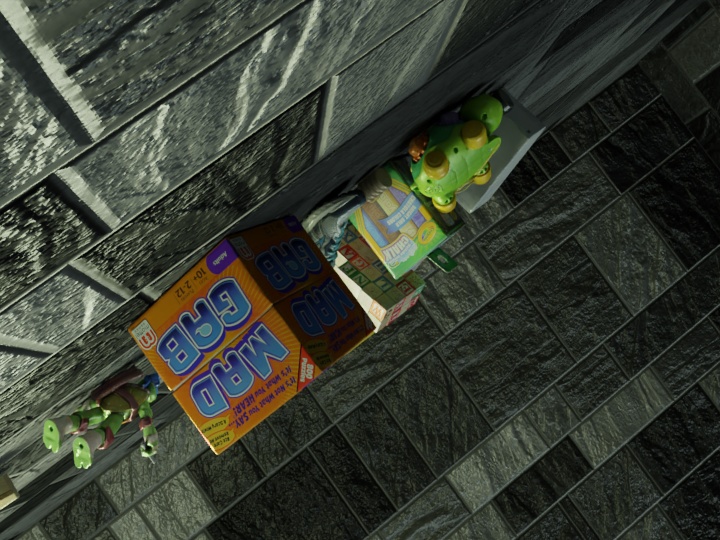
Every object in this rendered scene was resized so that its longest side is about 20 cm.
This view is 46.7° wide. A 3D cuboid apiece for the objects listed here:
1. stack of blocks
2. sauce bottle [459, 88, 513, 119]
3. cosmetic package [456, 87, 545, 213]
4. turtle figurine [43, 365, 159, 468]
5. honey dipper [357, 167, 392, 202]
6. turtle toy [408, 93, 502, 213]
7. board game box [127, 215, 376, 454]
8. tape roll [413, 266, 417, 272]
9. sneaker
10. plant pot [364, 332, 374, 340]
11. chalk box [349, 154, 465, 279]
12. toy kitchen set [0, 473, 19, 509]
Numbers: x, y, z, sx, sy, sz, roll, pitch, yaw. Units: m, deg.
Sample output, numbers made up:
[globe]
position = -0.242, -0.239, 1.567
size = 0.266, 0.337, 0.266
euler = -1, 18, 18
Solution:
[stack of blocks]
position = 0.000, 0.000, 1.448
size = 0.115, 0.200, 0.059
euler = -32, 156, -40
[sauce bottle]
position = 0.176, -0.229, 1.425
size = 0.199, 0.066, 0.066
euler = -38, 177, 33
[cosmetic package]
position = 0.229, -0.216, 1.515
size = 0.081, 0.113, 0.200
euler = -33, 166, -48
[turtle figurine]
position = -0.405, 0.264, 1.339
size = 0.200, 0.145, 0.193
euler = -43, 170, 29
[honey dipper]
position = -0.026, -0.098, 1.353
size = 0.199, 0.038, 0.038
euler = -37, 177, 37
[turtle toy]
position = 0.151, -0.194, 1.305
size = 0.199, 0.101, 0.146
euler = -39, 153, -7
[board game box]
position = -0.138, 0.077, 1.111
size = 0.199, 0.201, 0.200
euler = -39, 176, 23
[tape roll]
position = 0.094, -0.094, 1.572
size = 0.203, 0.037, 0.205
euler = -46, 143, -50
[sneaker]
position = -0.055, -0.046, 1.283
size = 0.199, 0.087, 0.078
euler = -39, 177, 26
[plant pot]
position = -0.094, 0.059, 1.550
size = 0.198, 0.198, 0.194
euler = -14, 161, -43
[chalk box]
position = 0.087, -0.075, 1.401
size = 0.123, 0.201, 0.124
euler = -38, 176, 25
[toy kitchen set]
position = -0.615, 0.455, 1.356
size = 0.199, 0.182, 0.163
euler = -33, 178, 0
